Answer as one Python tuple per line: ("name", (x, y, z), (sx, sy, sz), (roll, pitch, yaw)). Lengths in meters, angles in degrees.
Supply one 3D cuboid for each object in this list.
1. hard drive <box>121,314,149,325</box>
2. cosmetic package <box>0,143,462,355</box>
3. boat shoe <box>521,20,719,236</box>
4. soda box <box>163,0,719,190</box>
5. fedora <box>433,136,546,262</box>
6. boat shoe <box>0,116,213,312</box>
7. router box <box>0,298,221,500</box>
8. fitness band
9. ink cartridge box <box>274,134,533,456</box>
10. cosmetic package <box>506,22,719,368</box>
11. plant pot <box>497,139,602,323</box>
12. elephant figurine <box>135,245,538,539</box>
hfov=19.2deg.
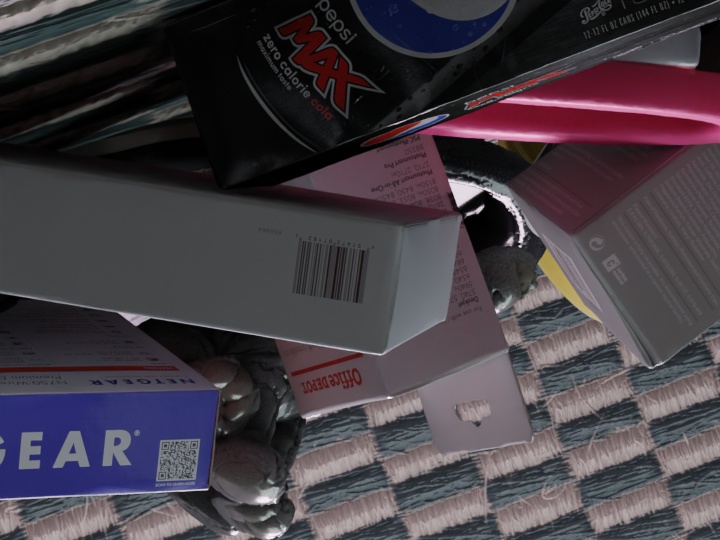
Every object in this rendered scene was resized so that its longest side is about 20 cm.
("hard drive", (-0.145, 0.019, 1.142), (0.135, 0.042, 0.200), (-17, 144, -31))
("cosmetic package", (-0.071, -0.013, 0.809), (0.200, 0.052, 0.151), (9, -173, 10))
("boat shoe", (0.149, -0.099, 1.063), (0.200, 0.064, 0.071), (-45, -133, -11))
("soda box", (0.038, -0.090, 0.742), (0.200, 0.063, 0.071), (-20, 178, 14))
("fedora", (0.008, -0.041, 1.194), (0.200, 0.092, 0.201), (-4, 146, -3))
("boat shoe", (-0.101, -0.028, 0.946), (0.200, 0.068, 0.072), (-14, 177, 35))
("router box", (-0.191, 0.051, 0.961), (0.200, 0.049, 0.179), (1, -165, -28))
("fitness band", (0.066, -0.075, 0.872), (0.200, 0.037, 0.144), (4, 175, -10))
("ink cartridge box", (0.000, 0.000, 0.994), (0.068, 0.200, 0.116), (-20, 179, -23))
("cosmetic package", (0.179, -0.058, 0.986), (0.200, 0.090, 0.107), (-34, -161, 0))
("plant pot", (0.161, -0.077, 1.283), (0.200, 0.200, 0.142), (-20, 152, 26))
("elephant figurine", (-0.036, 0.033, 1.115), (0.200, 0.155, 0.141), (-52, -170, -24))
